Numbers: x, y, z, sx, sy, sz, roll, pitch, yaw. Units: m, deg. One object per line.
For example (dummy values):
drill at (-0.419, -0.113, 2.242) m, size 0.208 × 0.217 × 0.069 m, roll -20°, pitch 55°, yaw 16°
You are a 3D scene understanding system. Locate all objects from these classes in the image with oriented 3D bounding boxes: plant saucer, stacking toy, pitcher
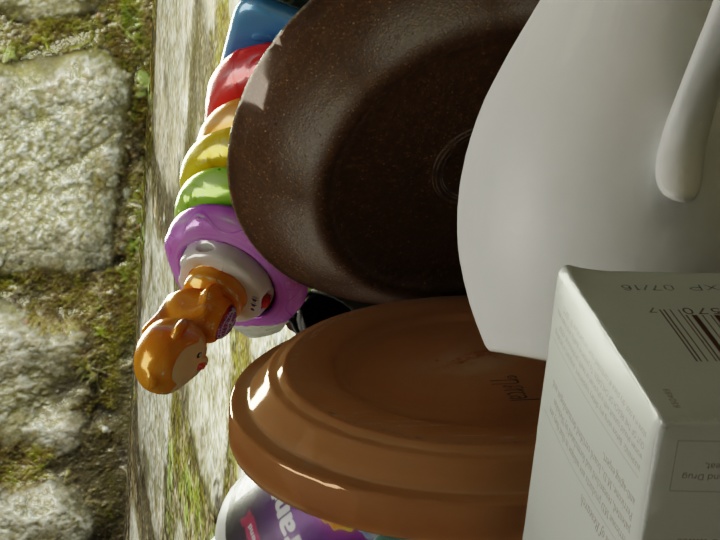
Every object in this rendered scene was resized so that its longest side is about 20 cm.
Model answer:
plant saucer at (0.044, -0.054, 0.916) m, size 0.037 × 0.200 × 0.201 m, roll -120°, pitch 30°, yaw -44°
stacking toy at (-0.050, -0.018, 0.991) m, size 0.200 × 0.110 × 0.116 m, roll -61°, pitch -5°, yaw -39°
plant saucer at (0.047, 0.051, 0.868) m, size 0.200 × 0.200 × 0.032 m, roll -118°, pitch 26°, yaw -67°
pitcher at (0.108, -0.061, 0.792) m, size 0.172 × 0.121 × 0.200 m, roll -177°, pitch 98°, yaw -83°

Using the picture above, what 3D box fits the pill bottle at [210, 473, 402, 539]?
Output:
pill bottle at (0.000, 0.122, 1.027) m, size 0.200 × 0.111 × 0.112 m, roll -42°, pitch 44°, yaw 42°

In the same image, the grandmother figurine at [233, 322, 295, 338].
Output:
grandmother figurine at (-0.020, 0.007, 1.253) m, size 0.061 × 0.200 × 0.121 m, roll -39°, pitch 75°, yaw 23°

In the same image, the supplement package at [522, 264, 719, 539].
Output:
supplement package at (0.121, 0.111, 0.718) m, size 0.117 × 0.117 × 0.200 m, roll -116°, pitch 29°, yaw -64°

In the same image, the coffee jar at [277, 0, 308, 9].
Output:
coffee jar at (0.018, -0.149, 1.039) m, size 0.085 × 0.200 × 0.104 m, roll -64°, pitch 16°, yaw 6°

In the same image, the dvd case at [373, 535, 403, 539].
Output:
dvd case at (0.067, 0.221, 0.933) m, size 0.022 × 0.146 × 0.200 m, roll -35°, pitch -48°, yaw -65°

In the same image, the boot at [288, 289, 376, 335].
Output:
boot at (0.000, 0.000, 1.099) m, size 0.200 × 0.138 × 0.078 m, roll 8°, pitch 112°, yaw 58°
